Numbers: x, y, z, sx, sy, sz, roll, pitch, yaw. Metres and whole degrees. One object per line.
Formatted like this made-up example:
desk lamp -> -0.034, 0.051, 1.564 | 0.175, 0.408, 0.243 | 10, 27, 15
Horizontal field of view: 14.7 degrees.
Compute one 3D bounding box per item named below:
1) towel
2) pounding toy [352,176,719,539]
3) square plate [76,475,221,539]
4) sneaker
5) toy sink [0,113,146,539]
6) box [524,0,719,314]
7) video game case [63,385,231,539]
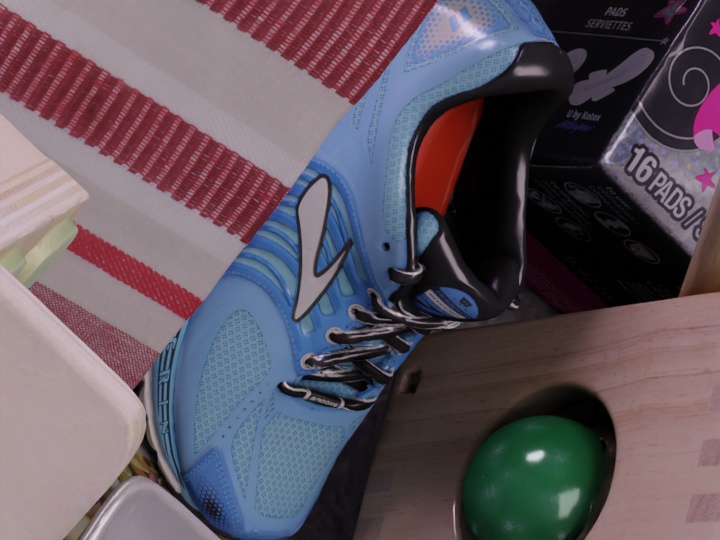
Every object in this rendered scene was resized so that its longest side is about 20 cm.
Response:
towel -> -0.075, -0.062, 0.759 | 0.144, 0.023, 0.200 | 32, 106, -25
pounding toy -> 0.106, 0.059, 0.847 | 0.200, 0.184, 0.142 | 30, 64, -35
square plate -> -0.056, 0.177, 0.676 | 0.200, 0.028, 0.198 | 46, 69, -40
sneaker -> 0.000, 0.000, 0.829 | 0.078, 0.090, 0.200 | 4, 117, -43
toy sink -> -0.150, 0.004, 0.685 | 0.200, 0.112, 0.130 | 43, 103, 0
box -> 0.131, -0.027, 0.941 | 0.200, 0.132, 0.115 | 41, 74, -30
video game case -> -0.092, 0.091, 0.796 | 0.143, 0.018, 0.200 | 44, 30, -29
